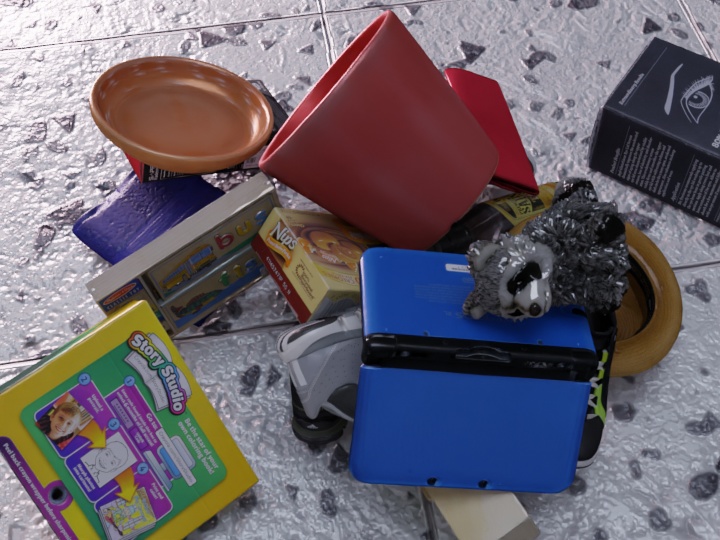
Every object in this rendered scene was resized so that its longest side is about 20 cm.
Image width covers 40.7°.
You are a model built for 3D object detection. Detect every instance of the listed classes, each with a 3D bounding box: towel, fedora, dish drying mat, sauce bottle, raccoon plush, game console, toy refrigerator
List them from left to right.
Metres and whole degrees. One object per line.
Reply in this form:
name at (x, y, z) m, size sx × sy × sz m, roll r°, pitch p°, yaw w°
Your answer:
towel at (-0.205, -0.038, 1.091) m, size 0.199 × 0.050 × 0.148 m, roll 34°, pitch 68°, yaw 22°
toy refrigerator at (0.077, 0.174, 0.903) m, size 0.070 × 0.076 × 0.200 m, roll -35°, pitch 59°, yaw 0°
game console at (0.091, 0.085, 0.843) m, size 0.198 × 0.119 × 0.171 m, roll 5°, pitch 45°, yaw -9°
dish drying mat at (0.144, -0.159, 1.091) m, size 0.076 × 0.018 × 0.201 m, roll 15°, pitch 41°, yaw -24°
sauce bottle at (0.153, -0.047, 1.050) m, size 0.199 × 0.066 × 0.066 m, roll -18°, pitch 54°, yaw -32°
raccoon plush at (0.146, -0.016, 0.838) m, size 0.133 × 0.097 × 0.200 m, roll -5°, pitch 17°, yaw 0°
fedora at (0.229, 0.031, 1.008) m, size 0.199 × 0.082 × 0.202 m, roll 3°, pitch 60°, yaw -5°

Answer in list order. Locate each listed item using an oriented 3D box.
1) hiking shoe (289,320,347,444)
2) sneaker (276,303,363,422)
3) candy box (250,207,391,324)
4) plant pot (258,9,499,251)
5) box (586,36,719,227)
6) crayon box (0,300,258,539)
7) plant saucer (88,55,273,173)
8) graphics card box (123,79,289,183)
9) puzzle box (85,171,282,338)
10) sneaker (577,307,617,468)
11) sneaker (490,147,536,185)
hiking shoe at (-0.030, 0.067, 0.974) m, size 0.075 × 0.101 × 0.201 m, roll 2°, pitch 54°, yaw 3°
sneaker at (0.029, 0.082, 0.891) m, size 0.199 × 0.075 × 0.116 m, roll -18°, pitch 93°, yaw -14°
candy box at (0.000, 0.000, 0.986) m, size 0.199 × 0.055 × 0.116 m, roll 4°, pitch 42°, yaw -46°
plant pot at (0.027, -0.123, 0.963) m, size 0.177 × 0.200 × 0.201 m, roll 40°, pitch 58°, yaw -12°
box at (0.389, -0.160, 1.132) m, size 0.199 × 0.105 × 0.148 m, roll 29°, pitch 60°, yaw 21°
crayon box at (-0.217, 0.156, 0.872) m, size 0.172 × 0.058 × 0.201 m, roll -34°, pitch 101°, yaw -23°
plant saucer at (-0.196, -0.168, 1.066) m, size 0.199 × 0.038 × 0.201 m, roll 10°, pitch 40°, yaw -8°
graphics card box at (-0.184, -0.167, 1.138) m, size 0.199 × 0.051 × 0.126 m, roll -12°, pitch 46°, yaw -30°
puzzle box at (-0.159, -0.002, 0.959) m, size 0.199 × 0.133 × 0.025 m, roll -34°, pitch 62°, yaw -11°
sneaker at (0.195, 0.077, 0.888) m, size 0.071 × 0.083 × 0.201 m, roll 5°, pitch 72°, yaw -3°
sneaker at (0.109, -0.124, 1.097) m, size 0.199 × 0.071 × 0.099 m, roll 19°, pitch 31°, yaw -10°
